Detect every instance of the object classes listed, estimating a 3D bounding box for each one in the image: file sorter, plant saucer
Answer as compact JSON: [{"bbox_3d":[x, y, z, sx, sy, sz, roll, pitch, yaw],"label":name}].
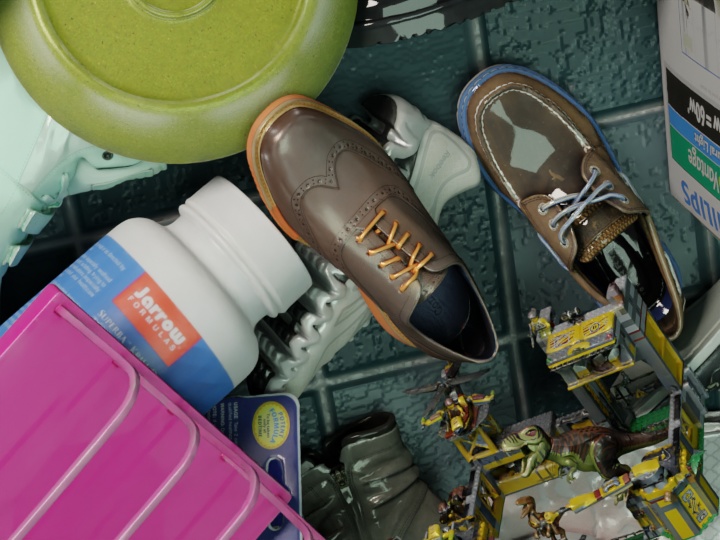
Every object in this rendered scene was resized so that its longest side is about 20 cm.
[{"bbox_3d":[-0.116,0.135,1.171,0.139,0.125,0.200,-48,126,-5],"label":"file sorter"},{"bbox_3d":[-0.099,-0.158,1.224,0.199,0.031,0.201,0,84,-4],"label":"plant saucer"}]

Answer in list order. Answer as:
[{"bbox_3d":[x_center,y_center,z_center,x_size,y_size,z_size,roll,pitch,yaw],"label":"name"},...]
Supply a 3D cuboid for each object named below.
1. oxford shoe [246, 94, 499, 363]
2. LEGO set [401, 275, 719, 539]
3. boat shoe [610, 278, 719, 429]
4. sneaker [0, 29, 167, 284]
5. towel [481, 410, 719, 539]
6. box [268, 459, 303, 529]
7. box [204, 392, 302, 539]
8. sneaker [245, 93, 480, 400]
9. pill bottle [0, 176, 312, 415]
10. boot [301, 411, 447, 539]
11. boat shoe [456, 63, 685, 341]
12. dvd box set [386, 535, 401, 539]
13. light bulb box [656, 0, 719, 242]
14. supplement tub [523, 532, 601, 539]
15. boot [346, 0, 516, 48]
[{"bbox_3d":[0.014,-0.021,1.252,0.071,0.073,0.200,-49,128,-6],"label":"oxford shoe"},{"bbox_3d":[0.104,0.091,1.313,0.199,0.154,0.116,-19,122,33],"label":"LEGO set"},{"bbox_3d":[0.228,0.040,1.402,0.060,0.076,0.200,42,98,-18],"label":"boat shoe"},{"bbox_3d":[-0.169,-0.035,1.276,0.118,0.074,0.201,8,106,-9],"label":"sneaker"},{"bbox_3d":[0.172,0.190,1.471,0.190,0.032,0.201,-7,111,-10],"label":"towel"},{"bbox_3d":[-0.136,0.158,1.344,0.199,0.041,0.119,-25,70,-1],"label":"box"},{"bbox_3d":[-0.130,0.135,1.314,0.199,0.032,0.122,-4,70,6],"label":"box"},{"bbox_3d":[0.000,0.000,1.338,0.081,0.075,0.200,22,105,-30],"label":"sneaker"},{"bbox_3d":[-0.127,0.042,1.272,0.200,0.112,0.112,-42,115,-9],"label":"pill bottle"},{"bbox_3d":[-0.031,0.183,1.411,0.200,0.068,0.131,-39,107,-2],"label":"boot"},{"bbox_3d":[0.133,-0.038,1.350,0.072,0.072,0.200,-41,114,5],"label":"boat shoe"},{"bbox_3d":[-0.076,0.222,1.309,0.200,0.146,0.029,-28,94,30],"label":"dvd box set"},{"bbox_3d":[0.281,-0.130,1.320,0.197,0.125,0.201,-11,114,-10],"label":"light bulb box"},{"bbox_3d":[0.138,0.257,1.362,0.131,0.200,0.132,-5,113,-11],"label":"supplement tub"},{"bbox_3d":[0.054,-0.224,1.260,0.198,0.073,0.163,-19,111,-3],"label":"boot"}]
